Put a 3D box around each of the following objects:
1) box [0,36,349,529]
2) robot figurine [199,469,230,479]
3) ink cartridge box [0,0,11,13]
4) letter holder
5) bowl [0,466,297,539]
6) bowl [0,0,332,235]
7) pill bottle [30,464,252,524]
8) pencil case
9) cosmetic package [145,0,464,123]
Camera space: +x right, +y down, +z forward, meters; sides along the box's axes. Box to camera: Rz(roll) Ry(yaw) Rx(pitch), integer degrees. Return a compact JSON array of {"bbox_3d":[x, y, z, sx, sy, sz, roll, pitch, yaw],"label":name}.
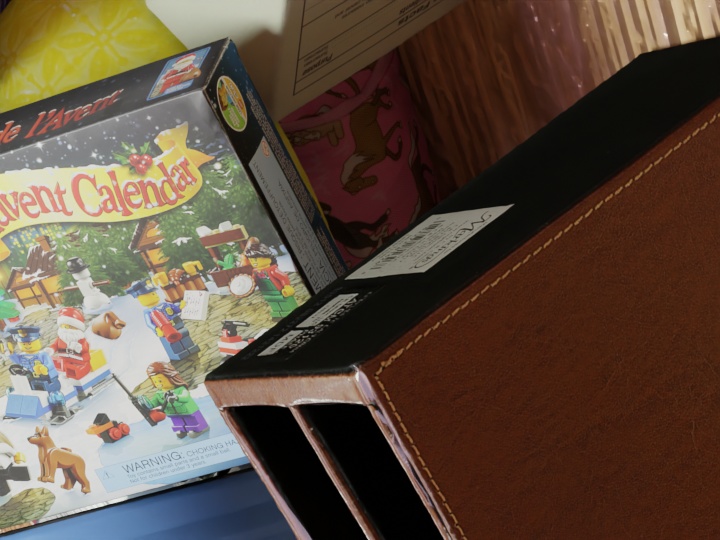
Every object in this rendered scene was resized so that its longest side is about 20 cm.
[{"bbox_3d":[-0.105,0.014,0.973,0.200,0.038,0.137,-17,117,23],"label":"box"},{"bbox_3d":[-0.102,0.038,1.206,0.145,0.200,0.058,39,110,8],"label":"robot figurine"},{"bbox_3d":[-0.161,-0.116,1.125,0.043,0.200,0.198,13,148,-3],"label":"ink cartridge box"},{"bbox_3d":[0.081,0.036,0.885,0.142,0.200,0.101,60,153,-13],"label":"letter holder"},{"bbox_3d":[-0.092,0.108,1.078,0.201,0.200,0.039,-24,80,63],"label":"bowl"},{"bbox_3d":[-0.097,-0.010,1.057,0.200,0.108,0.200,50,159,28],"label":"bowl"},{"bbox_3d":[-0.057,0.138,1.326,0.200,0.120,0.120,48,153,12],"label":"pill bottle"},{"bbox_3d":[0.000,0.000,1.112,0.086,0.083,0.200,-1,126,25],"label":"pencil case"},{"bbox_3d":[-0.008,-0.151,0.917,0.073,0.104,0.200,44,151,21],"label":"cosmetic package"}]
